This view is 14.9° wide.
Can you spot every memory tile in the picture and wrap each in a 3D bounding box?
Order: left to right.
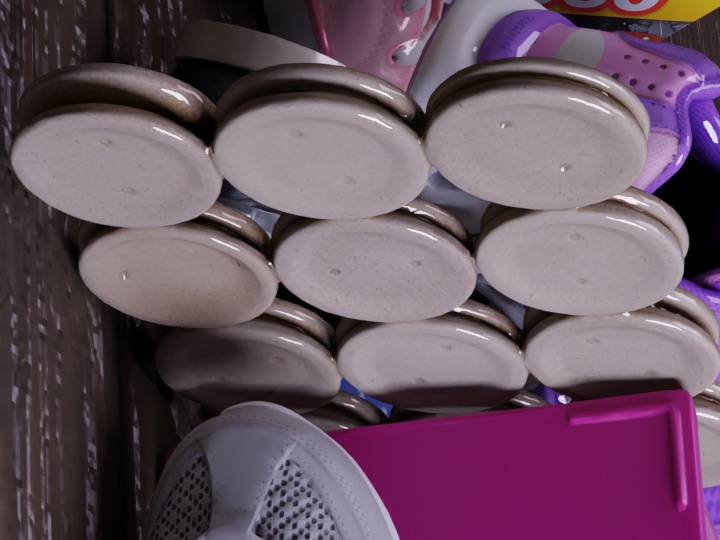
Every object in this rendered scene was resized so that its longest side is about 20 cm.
[{"bbox_3d":[0.011,0.007,0.681,0.200,0.152,0.017,60,31,-56],"label":"memory tile"}]

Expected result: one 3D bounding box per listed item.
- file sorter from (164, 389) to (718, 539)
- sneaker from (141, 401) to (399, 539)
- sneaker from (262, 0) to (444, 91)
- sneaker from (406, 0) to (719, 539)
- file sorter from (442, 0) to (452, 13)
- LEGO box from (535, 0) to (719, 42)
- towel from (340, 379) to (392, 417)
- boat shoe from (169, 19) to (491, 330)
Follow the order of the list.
[{"bbox_3d":[0.032,0.154,0.710,0.126,0.138,0.201,60,26,-60],"label":"file sorter"},{"bbox_3d":[-0.028,0.115,0.620,0.082,0.074,0.201,61,26,-56],"label":"sneaker"},{"bbox_3d":[0.019,-0.123,0.877,0.075,0.104,0.202,-59,139,-70],"label":"sneaker"},{"bbox_3d":[0.083,0.009,0.760,0.081,0.088,0.201,-60,140,-35],"label":"sneaker"},{"bbox_3d":[0.060,-0.177,1.020,0.200,0.124,0.140,-3,85,-75],"label":"file sorter"},{"bbox_3d":[0.046,-0.147,0.744,0.199,0.149,0.078,20,57,-34],"label":"LEGO box"},{"bbox_3d":[0.029,0.040,0.882,0.200,0.024,0.146,28,51,-51],"label":"towel"},{"bbox_3d":[0.000,0.000,0.776,0.200,0.071,0.068,37,67,-54],"label":"boat shoe"}]
